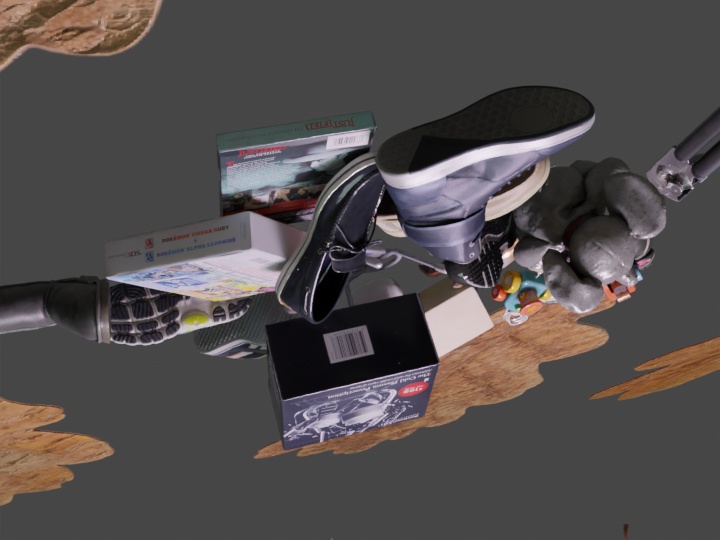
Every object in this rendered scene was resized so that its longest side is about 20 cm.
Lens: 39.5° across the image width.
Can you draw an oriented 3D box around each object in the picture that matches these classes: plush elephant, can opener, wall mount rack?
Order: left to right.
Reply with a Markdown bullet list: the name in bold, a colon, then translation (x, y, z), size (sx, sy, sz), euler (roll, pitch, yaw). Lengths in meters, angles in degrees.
- **wall mount rack**: translation (0.000, 0.000, 1.214), size (0.200, 0.075, 0.174), euler (3, 154, -44)
- **plush elephant**: translation (0.247, -0.039, 1.086), size (0.165, 0.155, 0.200), euler (-43, 150, 12)
- **can opener**: translation (0.393, -0.141, 1.136), size (0.067, 0.053, 0.200), euler (-41, 173, -24)

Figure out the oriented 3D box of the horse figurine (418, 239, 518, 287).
- **horse figurine**: translation (0.172, -0.021, 1.316), size (0.199, 0.050, 0.133), euler (-19, 169, 9)

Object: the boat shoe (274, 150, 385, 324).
- **boat shoe**: translation (-0.018, -0.029, 0.983), size (0.074, 0.062, 0.200), euler (-8, 137, -49)

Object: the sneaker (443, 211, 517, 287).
- **sneaker**: translation (0.119, -0.029, 1.115), size (0.080, 0.074, 0.200), euler (-6, -165, 21)

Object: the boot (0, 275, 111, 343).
- **boot**: translation (-0.366, 0.043, 1.039), size (0.199, 0.073, 0.182), euler (0, -178, -24)

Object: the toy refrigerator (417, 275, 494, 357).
- **toy refrigerator**: translation (0.080, 0.086, 1.427), size (0.200, 0.076, 0.070), euler (-30, -156, 3)

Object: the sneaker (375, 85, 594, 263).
- **sneaker**: translation (0.125, -0.087, 0.950), size (0.202, 0.077, 0.146), euler (-17, 138, 4)

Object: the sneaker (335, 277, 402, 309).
- **sneaker**: translation (-0.028, 0.081, 1.366), size (0.200, 0.071, 0.080), euler (-34, 179, 6)

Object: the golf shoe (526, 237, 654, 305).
- **golf shoe**: translation (0.308, -0.020, 1.408), size (0.199, 0.077, 0.088), euler (-25, 144, 17)

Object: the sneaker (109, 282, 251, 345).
- **sneaker**: translation (-0.231, 0.052, 1.214), size (0.199, 0.078, 0.080), euler (-5, 169, -24)

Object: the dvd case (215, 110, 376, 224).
- **dvd case**: translation (-0.067, -0.090, 0.978), size (0.145, 0.022, 0.200), euler (-10, 163, -9)

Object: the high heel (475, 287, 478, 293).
- **high heel**: translation (0.074, 0.055, 1.477), size (0.199, 0.072, 0.143), euler (6, 142, -39)

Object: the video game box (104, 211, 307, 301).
- **video game box**: translation (-0.139, -0.010, 1.076), size (0.182, 0.047, 0.200), euler (-12, 166, 24)

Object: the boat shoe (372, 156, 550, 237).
- **boat shoe**: translation (0.095, -0.086, 1.032), size (0.199, 0.072, 0.065), euler (-16, 163, 25)

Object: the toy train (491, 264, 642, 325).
- **toy train**: translation (0.282, 0.031, 1.363), size (0.199, 0.056, 0.150), euler (-22, 139, 13)

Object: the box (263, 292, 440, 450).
- **box**: translation (-0.015, 0.132, 1.278), size (0.199, 0.104, 0.182), euler (-12, 153, -9)

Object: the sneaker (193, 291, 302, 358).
- **sneaker**: translation (-0.130, 0.071, 1.335), size (0.200, 0.079, 0.079), euler (-14, 161, 40)
